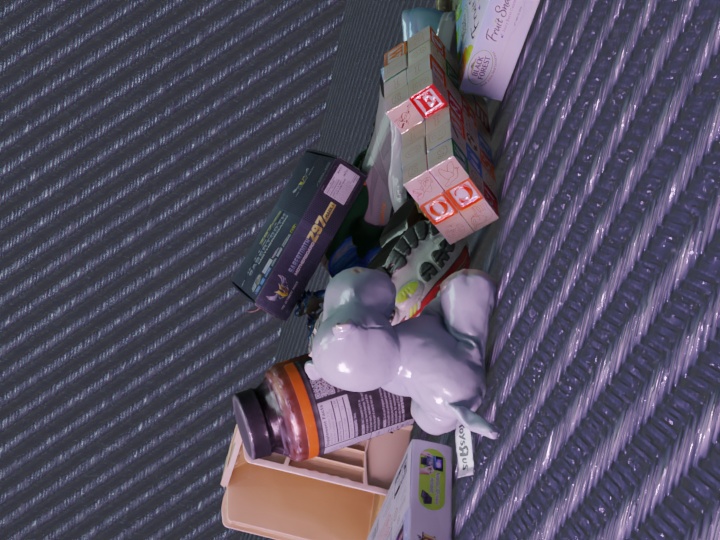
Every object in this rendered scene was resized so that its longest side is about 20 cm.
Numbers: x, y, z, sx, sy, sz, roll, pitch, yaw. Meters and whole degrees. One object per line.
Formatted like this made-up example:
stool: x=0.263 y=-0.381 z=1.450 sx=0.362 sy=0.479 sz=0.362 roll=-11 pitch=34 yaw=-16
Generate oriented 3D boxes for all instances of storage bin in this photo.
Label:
storage bin: x=-0.057 y=0.237 z=1.419 sx=0.201 sy=0.196 sz=0.095 roll=112 pitch=170 yaw=-56

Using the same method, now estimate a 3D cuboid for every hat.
hat: x=-0.038 y=-0.039 z=1.542 sx=0.165 sy=0.174 sz=0.203 roll=27 pitch=126 yaw=53

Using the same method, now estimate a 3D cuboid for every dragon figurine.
dragon figurine: x=0.000 y=0.000 z=1.467 sx=0.201 sy=0.098 sz=0.059 roll=-58 pitch=-43 yaw=-27

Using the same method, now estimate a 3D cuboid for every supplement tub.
supplement tub: x=-0.032 y=0.135 z=1.300 sx=0.107 sy=0.197 sz=0.109 roll=164 pitch=90 yaw=-76

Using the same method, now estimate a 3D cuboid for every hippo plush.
hippo plush: x=0.029 y=0.085 z=1.129 sx=0.160 sy=0.158 sz=0.202 roll=112 pitch=167 yaw=-53

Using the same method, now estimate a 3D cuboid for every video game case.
video game case: x=0.041 y=0.294 z=1.177 sx=0.201 sy=0.045 sz=0.183 roll=109 pitch=170 yaw=-47

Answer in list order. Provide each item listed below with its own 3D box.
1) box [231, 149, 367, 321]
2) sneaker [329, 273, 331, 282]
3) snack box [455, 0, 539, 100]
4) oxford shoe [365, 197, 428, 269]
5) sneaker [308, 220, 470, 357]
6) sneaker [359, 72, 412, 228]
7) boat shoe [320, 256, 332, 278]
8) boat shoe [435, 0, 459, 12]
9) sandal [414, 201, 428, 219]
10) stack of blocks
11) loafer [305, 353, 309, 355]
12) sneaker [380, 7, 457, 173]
box: x=-0.078 y=-0.047 z=1.506 sx=0.202 sy=0.051 sz=0.158 roll=-60 pitch=17 yaw=0
sneaker: x=0.005 y=-0.035 z=1.786 sx=0.146 sy=0.076 sz=0.206 roll=133 pitch=148 yaw=-81
snack box: x=0.144 y=-0.292 z=1.214 sx=0.143 sy=0.052 sz=0.201 roll=-86 pitch=9 yaw=-45
oxford shoe: x=0.042 y=0.007 z=1.345 sx=0.071 sy=0.071 sz=0.201 roll=-28 pitch=23 yaw=50
sneaker: x=0.036 y=0.039 z=1.246 sx=0.200 sy=0.085 sz=0.077 roll=-41 pitch=58 yaw=8
sneaker: x=0.032 y=-0.147 z=1.485 sx=0.074 sy=0.078 sz=0.203 roll=22 pitch=-115 yaw=-62
boat shoe: x=-0.017 y=-0.028 z=1.710 sx=0.073 sy=0.073 sz=0.202 roll=-61 pitch=-44 yaw=-59
boat shoe: x=0.097 y=-0.240 z=1.449 sx=0.074 sy=0.062 sz=0.203 roll=-97 pitch=19 yaw=-65
sandal: x=0.087 y=-0.099 z=1.351 sx=0.082 sy=0.054 sz=0.203 roll=120 pitch=161 yaw=-64
stack of blocks: x=0.078 y=-0.137 z=1.220 sx=0.058 sy=0.115 sz=0.201 roll=-28 pitch=35 yaw=22
loafer: x=-0.010 y=0.106 z=1.460 sx=0.199 sy=0.069 sz=0.071 roll=-27 pitch=-50 yaw=-53
sneaker: x=0.061 y=-0.200 z=1.400 sx=0.074 sy=0.081 sz=0.203 roll=-37 pitch=-39 yaw=-65
